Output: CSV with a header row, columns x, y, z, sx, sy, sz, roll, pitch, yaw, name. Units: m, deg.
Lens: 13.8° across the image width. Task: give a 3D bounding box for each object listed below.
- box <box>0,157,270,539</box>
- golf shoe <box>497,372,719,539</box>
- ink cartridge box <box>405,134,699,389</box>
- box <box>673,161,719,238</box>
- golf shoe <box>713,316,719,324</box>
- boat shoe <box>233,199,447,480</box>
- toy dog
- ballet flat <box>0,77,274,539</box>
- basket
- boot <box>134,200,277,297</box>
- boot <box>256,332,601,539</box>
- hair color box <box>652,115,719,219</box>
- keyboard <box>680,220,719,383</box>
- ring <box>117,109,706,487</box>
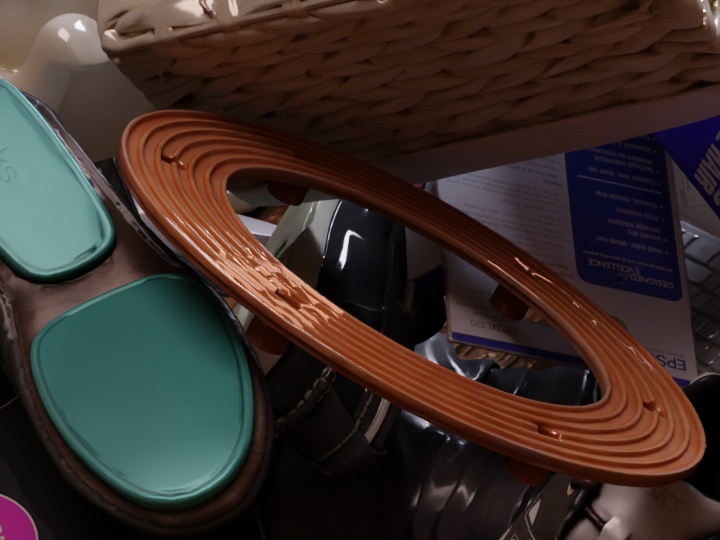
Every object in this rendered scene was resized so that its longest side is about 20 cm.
x,y,z,sx,sy,sz,roll,pitch,yaw,name
-0.111,0.089,0.948,0.148,0.124,0.200,-18,46,-8,box
0.064,0.101,0.923,0.078,0.095,0.200,31,45,10,golf shoe
0.063,-0.039,1.050,0.095,0.037,0.200,12,48,-18,ink cartridge box
0.118,-0.101,1.245,0.060,0.117,0.200,-9,31,10,box
0.155,0.010,1.081,0.088,0.077,0.200,-8,29,19,golf shoe
0.000,0.000,1.063,0.068,0.072,0.200,35,34,-9,boat shoe
-0.143,-0.108,1.264,0.140,0.200,0.194,-28,34,-27,toy dog
-0.076,0.019,0.875,0.068,0.068,0.200,-23,48,-13,ballet flat
0.022,-0.117,0.973,0.200,0.123,0.136,-11,64,22,basket
-0.123,0.013,1.167,0.200,0.096,0.074,9,4,15,boot
0.032,0.040,1.094,0.132,0.070,0.200,0,43,16,boot
0.146,-0.078,1.040,0.109,0.065,0.200,-3,45,-38,hair color box
0.119,0.013,1.046,0.056,0.011,0.200,-43,28,-8,keyboard
0.014,0.010,0.897,0.200,0.019,0.200,26,17,-9,ring
